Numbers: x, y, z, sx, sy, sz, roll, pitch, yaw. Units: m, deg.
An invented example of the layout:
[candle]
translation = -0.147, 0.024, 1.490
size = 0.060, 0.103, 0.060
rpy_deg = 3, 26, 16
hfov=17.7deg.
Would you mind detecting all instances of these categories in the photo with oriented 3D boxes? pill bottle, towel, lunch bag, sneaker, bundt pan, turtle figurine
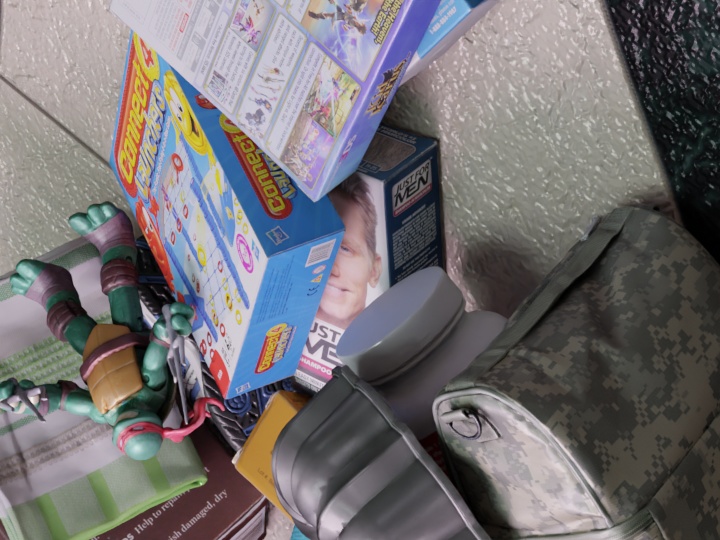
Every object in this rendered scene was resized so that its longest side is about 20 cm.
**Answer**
[pill bottle]
translation = 0.077, 0.100, 1.437
size = 0.200, 0.112, 0.112
rpy_deg = 51, 143, -15
[towel]
translation = -0.212, 0.089, 1.617
size = 0.201, 0.148, 0.031
rpy_deg = 61, 172, 16
[lunch bag]
translation = 0.144, 0.078, 1.312
size = 0.139, 0.200, 0.168
rpy_deg = -8, 118, 50
[sneaker]
translation = -0.103, 0.060, 1.663
size = 0.201, 0.075, 0.077
rpy_deg = 59, 160, -2
[bundt pan]
translation = 0.016, 0.158, 1.351
size = 0.202, 0.076, 0.202
rpy_deg = 53, 171, 12
[turtle figurine]
translation = -0.170, 0.058, 1.542
size = 0.101, 0.149, 0.201
rpy_deg = 55, -171, -51

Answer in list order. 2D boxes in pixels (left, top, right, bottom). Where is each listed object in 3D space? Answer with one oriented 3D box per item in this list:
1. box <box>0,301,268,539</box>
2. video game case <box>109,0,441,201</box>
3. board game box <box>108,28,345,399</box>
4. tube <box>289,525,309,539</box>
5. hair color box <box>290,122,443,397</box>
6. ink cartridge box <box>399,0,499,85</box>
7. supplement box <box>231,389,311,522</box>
[box]
translation = -0.189, 0.163, 1.700
size = 0.200, 0.164, 0.166
rpy_deg = 46, 167, 11
[video game case]
translation = -0.047, -0.167, 1.332
size = 0.181, 0.045, 0.200
rpy_deg = 44, 141, 13
[board game box]
translation = -0.091, -0.049, 1.490
size = 0.197, 0.056, 0.200
rpy_deg = 62, 157, 22
[tube]
translation = -0.032, 0.227, 1.609
size = 0.077, 0.202, 0.050
rpy_deg = -1, 155, 38
[hair color box]
translation = 0.000, 0.000, 1.508
size = 0.100, 0.060, 0.201
rpy_deg = 21, 131, 33
[ink cartridge box]
translation = -0.006, -0.216, 1.345
size = 0.200, 0.068, 0.115
rpy_deg = 52, 142, 1
[supplement box]
translation = 0.008, 0.164, 1.539
size = 0.200, 0.069, 0.067
rpy_deg = 41, 108, 26
